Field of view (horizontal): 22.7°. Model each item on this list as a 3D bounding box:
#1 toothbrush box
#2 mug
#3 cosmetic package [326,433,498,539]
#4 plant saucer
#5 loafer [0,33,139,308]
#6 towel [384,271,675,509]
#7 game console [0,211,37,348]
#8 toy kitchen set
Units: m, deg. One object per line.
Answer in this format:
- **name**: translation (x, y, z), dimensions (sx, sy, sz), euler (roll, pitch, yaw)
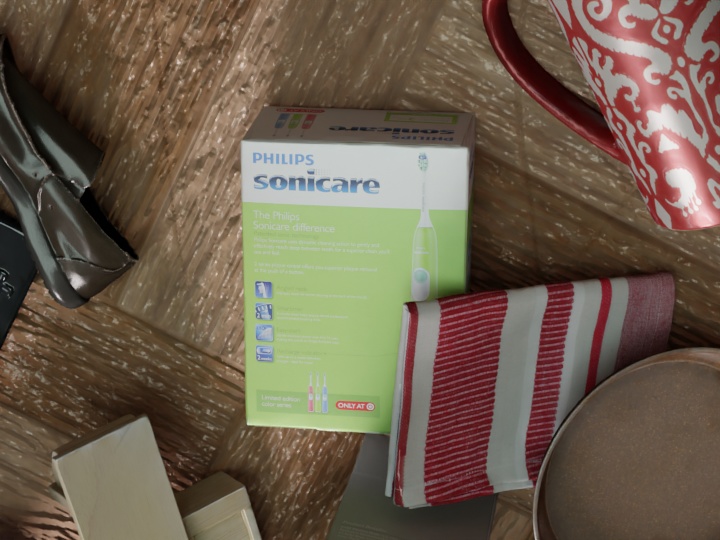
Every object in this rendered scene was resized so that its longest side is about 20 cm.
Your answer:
- **toothbrush box**: translation (0.000, 0.000, 1.182), dimensions (0.145, 0.086, 0.200), euler (2, 111, 6)
- **mug**: translation (0.183, -0.139, 1.103), dimensions (0.133, 0.177, 0.200), euler (-33, 110, -19)
- **cosmetic package**: translation (0.028, 0.194, 1.189), dimensions (0.107, 0.200, 0.090), euler (16, 110, 6)
- **plant saucer**: translation (0.202, 0.138, 1.195), dimensions (0.200, 0.034, 0.201), euler (-6, 113, -15)
- **loafer**: translation (-0.206, -0.075, 1.204), dimensions (0.071, 0.073, 0.200), euler (-20, 111, 5)
- **towel**: translation (0.113, 0.077, 1.170), dimensions (0.200, 0.023, 0.144), euler (-6, 112, -26)
- **game console**: translation (-0.347, 0.019, 1.228), dimensions (0.200, 0.118, 0.171), euler (28, 112, -2)
- **toy kitchen set**: translation (-0.205, 0.172, 1.286), dimensions (0.200, 0.180, 0.163), euler (-25, 112, -25)
